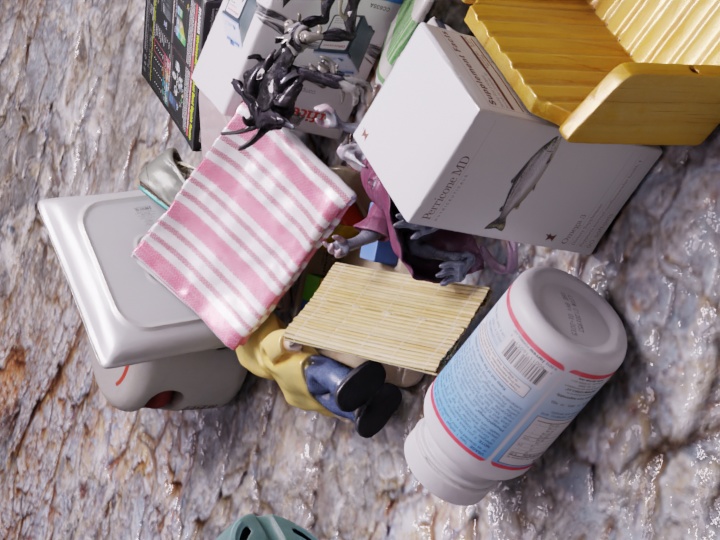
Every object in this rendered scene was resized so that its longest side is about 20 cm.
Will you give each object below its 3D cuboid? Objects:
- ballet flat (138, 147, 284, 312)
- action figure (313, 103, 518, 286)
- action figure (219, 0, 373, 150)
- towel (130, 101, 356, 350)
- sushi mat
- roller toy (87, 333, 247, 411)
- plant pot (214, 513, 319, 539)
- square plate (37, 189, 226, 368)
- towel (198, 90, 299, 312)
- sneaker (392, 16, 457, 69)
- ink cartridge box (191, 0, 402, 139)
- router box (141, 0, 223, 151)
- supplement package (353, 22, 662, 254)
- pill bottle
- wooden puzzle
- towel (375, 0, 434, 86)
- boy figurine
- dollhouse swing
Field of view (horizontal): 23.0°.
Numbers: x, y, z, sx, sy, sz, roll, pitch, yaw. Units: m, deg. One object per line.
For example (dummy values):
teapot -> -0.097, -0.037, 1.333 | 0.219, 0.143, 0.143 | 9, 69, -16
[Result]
ballet flat -> -0.134, -0.045, 1.746 | 0.200, 0.067, 0.064 | 43, 88, 10
action figure -> 0.039, -0.078, 1.569 | 0.200, 0.149, 0.134 | -123, 29, -57
action figure -> -0.044, -0.190, 1.631 | 0.200, 0.102, 0.119 | -58, 36, 9
towel -> -0.112, -0.043, 1.683 | 0.146, 0.030, 0.200 | 42, 107, 12
sushi mat -> 0.022, 0.040, 1.570 | 0.200, 0.012, 0.096 | 10, 53, 46
roller toy -> -0.195, 0.058, 1.855 | 0.182, 0.140, 0.200 | 53, 135, 49
plant pot -> -0.116, 0.345, 1.663 | 0.196, 0.200, 0.200 | -51, 46, 24
square plate -> -0.196, -0.006, 1.757 | 0.198, 0.200, 0.028 | 65, 145, 24
towel -> -0.112, -0.082, 1.806 | 0.200, 0.032, 0.191 | 47, 145, 48
sneaker -> 0.089, -0.135, 1.569 | 0.130, 0.080, 0.199 | 39, 158, 6
ink cartridge box -> -0.055, -0.242, 1.722 | 0.086, 0.146, 0.200 | 47, 120, 46
router box -> -0.175, -0.251, 1.892 | 0.150, 0.062, 0.200 | 56, 149, 39
supplement package -> 0.118, -0.102, 1.419 | 0.117, 0.200, 0.117 | -57, 43, 29
pill bottle -> 0.121, 0.100, 1.452 | 0.200, 0.109, 0.109 | -53, 45, 32
wooden puzzle -> 0.000, 0.000, 1.685 | 0.200, 0.046, 0.186 | 17, 97, 53
towel -> 0.072, -0.267, 1.602 | 0.200, 0.023, 0.153 | -58, 8, 27
boy figurine -> -0.046, 0.097, 1.679 | 0.064, 0.124, 0.200 | -46, 35, -15
dollhouse swing -> 0.210, -0.225, 1.364 | 0.200, 0.182, 0.176 | 62, 141, 40
